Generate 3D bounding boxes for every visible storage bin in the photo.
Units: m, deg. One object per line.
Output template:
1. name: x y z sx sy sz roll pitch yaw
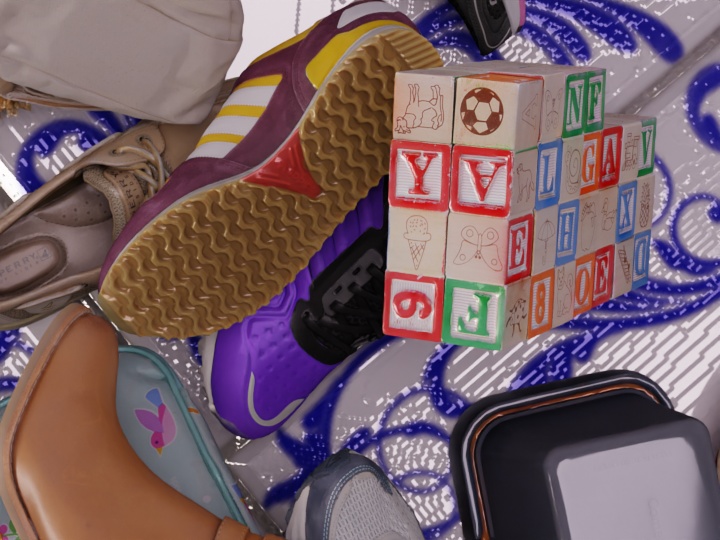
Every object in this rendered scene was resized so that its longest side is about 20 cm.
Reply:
1. storage bin: 0.119 0.155 0.932 0.144 0.134 0.202 -11 88 -7

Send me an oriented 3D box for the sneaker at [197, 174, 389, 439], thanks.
1. sneaker: 0.000 0.000 0.932 0.069 0.099 0.201 36 82 -46

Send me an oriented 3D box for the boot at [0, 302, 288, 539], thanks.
1. boot: -0.080 0.117 0.826 0.153 0.074 0.202 4 75 10

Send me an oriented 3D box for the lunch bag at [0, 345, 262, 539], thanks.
1. lunch bag: -0.124 0.148 0.896 0.159 0.077 0.201 -25 63 -7

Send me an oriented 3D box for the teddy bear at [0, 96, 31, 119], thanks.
1. teddy bear: -0.252 -0.122 0.933 0.145 0.067 0.200 -39 93 -10

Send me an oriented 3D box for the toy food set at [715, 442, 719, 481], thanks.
1. toy food set: 0.280 0.113 0.996 0.198 0.049 0.200 -42 92 -7

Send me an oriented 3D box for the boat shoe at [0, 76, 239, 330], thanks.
1. boat shoe: -0.113 -0.032 0.946 0.199 0.065 0.072 -34 92 -8

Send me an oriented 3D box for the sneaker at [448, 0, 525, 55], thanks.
1. sneaker: 0.011 -0.191 0.974 0.086 0.080 0.201 -31 83 5

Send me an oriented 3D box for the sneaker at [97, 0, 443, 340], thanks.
1. sneaker: -0.047 -0.049 0.914 0.200 0.090 0.075 -40 118 2

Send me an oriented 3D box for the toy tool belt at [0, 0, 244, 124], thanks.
1. toy tool belt: -0.153 -0.150 0.909 0.199 0.123 0.125 17 124 -25

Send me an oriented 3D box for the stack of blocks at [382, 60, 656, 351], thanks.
1. stack of blocks: 0.081 -0.039 0.895 0.058 0.200 0.116 7 101 26

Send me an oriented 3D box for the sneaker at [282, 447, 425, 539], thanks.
1. sneaker: 0.032 0.173 0.903 0.077 0.086 0.201 -36 116 -33
